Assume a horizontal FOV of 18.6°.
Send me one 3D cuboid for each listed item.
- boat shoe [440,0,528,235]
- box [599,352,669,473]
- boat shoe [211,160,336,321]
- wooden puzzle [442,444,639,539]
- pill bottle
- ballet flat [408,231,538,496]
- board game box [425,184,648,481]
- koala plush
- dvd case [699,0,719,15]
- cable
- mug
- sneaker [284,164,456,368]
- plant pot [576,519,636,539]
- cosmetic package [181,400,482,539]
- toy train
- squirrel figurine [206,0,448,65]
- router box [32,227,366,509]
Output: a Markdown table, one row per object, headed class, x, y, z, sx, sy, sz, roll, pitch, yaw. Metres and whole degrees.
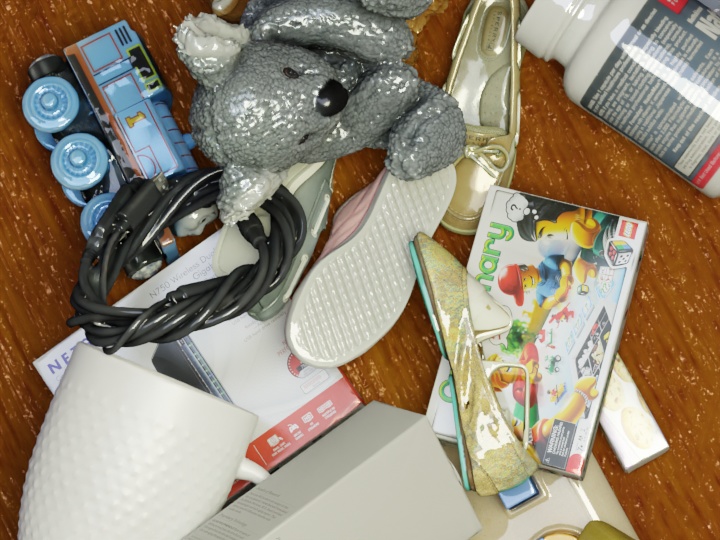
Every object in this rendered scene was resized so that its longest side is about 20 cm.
| class | x | y | z | sx | sy | sz | roll | pitch | yaw |
| --- | --- | --- | --- | --- | --- | --- | --- | --- | --- |
| boat shoe | 0.094 | -0.130 | 1.724 | 0.073 | 0.063 | 0.202 | 13 | 82 | 8 |
| box | 0.174 | 0.060 | 1.697 | 0.041 | 0.039 | 0.201 | -27 | 79 | 1 |
| boat shoe | -0.059 | -0.046 | 1.710 | 0.072 | 0.062 | 0.201 | -4 | 44 | 27 |
| wooden puzzle | 0.101 | 0.206 | 1.679 | 0.199 | 0.046 | 0.186 | -28 | 79 | 1 |
| pill bottle | 0.224 | -0.157 | 1.676 | 0.200 | 0.120 | 0.120 | 35 | 86 | 4 |
| ballet flat | 0.088 | 0.064 | 1.615 | 0.070 | 0.071 | 0.201 | -14 | 81 | 4 |
| board game box | 0.133 | 0.046 | 1.662 | 0.126 | 0.035 | 0.201 | 13 | 81 | 13 |
| koala plush | -0.053 | -0.128 | 1.590 | 0.183 | 0.200 | 0.178 | 4 | 116 | 36 |
| dvd case | 0.304 | -0.239 | 1.739 | 0.199 | 0.025 | 0.151 | 31 | 85 | 10 |
| cable | -0.130 | -0.003 | 1.612 | 0.162 | 0.051 | 0.200 | 7 | 42 | 19 |
| mug | -0.151 | 0.171 | 1.619 | 0.199 | 0.148 | 0.176 | 23 | 87 | -7 |
| sneaker | 0.000 | 0.000 | 1.688 | 0.075 | 0.105 | 0.201 | 35 | 68 | -7 |
| plant pot | 0.221 | 0.312 | 1.548 | 0.195 | 0.200 | 0.195 | 29 | 85 | -5 |
| cosmetic package | -0.024 | 0.194 | 1.581 | 0.200 | 0.085 | 0.108 | -34 | 111 | -24 |
| toy train | -0.189 | -0.094 | 1.742 | 0.114 | 0.087 | 0.201 | -27 | 79 | -4 |
| squirrel figurine | -0.027 | -0.237 | 1.722 | 0.186 | 0.142 | 0.200 | -36 | 76 | 6 |
| router box | -0.126 | 0.091 | 1.721 | 0.200 | 0.049 | 0.180 | -36 | 79 | 0 |
